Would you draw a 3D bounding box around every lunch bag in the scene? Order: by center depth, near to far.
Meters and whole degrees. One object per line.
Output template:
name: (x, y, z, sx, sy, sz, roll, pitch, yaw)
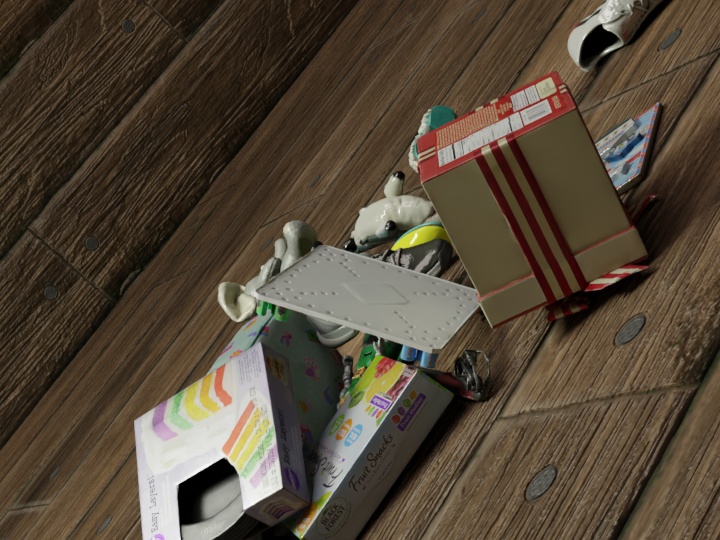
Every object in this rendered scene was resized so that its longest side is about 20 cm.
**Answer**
lunch bag: (-0.087, 0.138, 1.654, 0.077, 0.160, 0.200, -33, 14, 29)

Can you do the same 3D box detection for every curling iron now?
curling iron: (0.088, 0.106, 1.476, 0.200, 0.025, 0.050, 169, 105, -72)

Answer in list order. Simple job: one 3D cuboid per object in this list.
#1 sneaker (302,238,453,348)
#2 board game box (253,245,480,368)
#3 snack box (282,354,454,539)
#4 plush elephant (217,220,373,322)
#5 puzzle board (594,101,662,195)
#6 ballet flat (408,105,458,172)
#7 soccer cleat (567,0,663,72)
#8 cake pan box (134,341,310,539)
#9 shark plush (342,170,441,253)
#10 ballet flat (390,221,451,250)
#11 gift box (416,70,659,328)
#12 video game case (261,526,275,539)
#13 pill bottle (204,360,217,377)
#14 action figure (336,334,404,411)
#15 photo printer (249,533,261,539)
sneaker: (0.000, 0.000, 1.643, 0.200, 0.116, 0.075, -35, 18, 23)
board game box: (0.014, 0.034, 1.512, 0.200, 0.200, 0.026, -39, -37, -65)
snack box: (-0.002, 0.185, 1.461, 0.200, 0.053, 0.142, -55, 14, -7)
plush elephant: (-0.096, 0.026, 1.958, 0.155, 0.164, 0.200, 28, 100, 50)
puzzle board: (0.243, -0.096, 1.596, 0.200, 0.017, 0.151, -36, 19, 37)
ballet flat: (0.110, -0.174, 2.122, 0.072, 0.072, 0.200, -39, 14, 29)
soccer cleat: (0.343, -0.334, 1.852, 0.200, 0.069, 0.085, -43, 23, 29)
cake pan box: (-0.145, 0.198, 1.484, 0.184, 0.052, 0.200, -33, 44, 22)
shark plush: (0.035, -0.043, 1.943, 0.200, 0.083, 0.091, -42, 34, 41)
ballet flat: (0.049, 0.010, 1.810, 0.200, 0.067, 0.067, -35, 40, 48)
gift box: (0.177, -0.065, 1.383, 0.200, 0.187, 0.185, -23, 19, 14)
video game case: (-0.137, 0.286, 1.679, 0.143, 0.019, 0.200, -40, 17, 26)
pill bottle: (-0.148, 0.169, 1.779, 0.116, 0.116, 0.200, -39, 8, 29)
action figure: (0.015, 0.107, 1.650, 0.118, 0.055, 0.200, -29, 27, 44)
photo printer: (-0.174, 0.326, 1.530, 0.166, 0.069, 0.200, -44, 22, 13)
